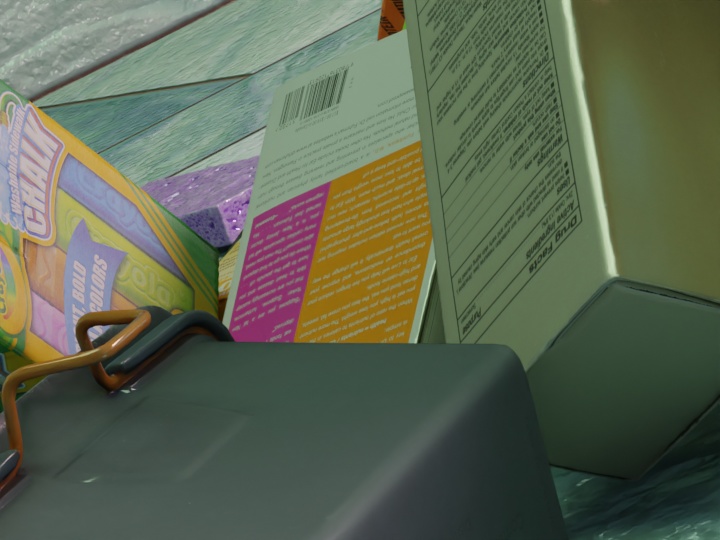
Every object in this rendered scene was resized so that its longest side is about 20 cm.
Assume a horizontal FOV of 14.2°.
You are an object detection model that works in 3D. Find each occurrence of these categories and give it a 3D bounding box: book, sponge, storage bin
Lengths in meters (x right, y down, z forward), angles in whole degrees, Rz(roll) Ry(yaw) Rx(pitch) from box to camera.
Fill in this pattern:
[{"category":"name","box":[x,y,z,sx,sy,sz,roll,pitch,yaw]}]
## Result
[{"category":"book","box":[0.000,0.000,1.082,0.133,0.048,0.201,-19,48,43]},{"category":"sponge","box":[-0.106,-0.035,1.798,0.111,0.030,0.200,-33,14,-39]},{"category":"storage bin","box":[-0.032,0.082,0.850,0.134,0.146,0.200,-6,18,28]}]

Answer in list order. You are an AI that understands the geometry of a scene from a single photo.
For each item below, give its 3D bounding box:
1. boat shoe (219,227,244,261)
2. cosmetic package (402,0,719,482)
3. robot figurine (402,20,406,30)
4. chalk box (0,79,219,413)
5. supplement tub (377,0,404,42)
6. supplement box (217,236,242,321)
[{"category":"boat shoe","box":[-0.055,0.016,1.377,0.068,0.057,0.200,-20,12,21]},{"category":"cosmetic package","box":[0.075,-0.042,0.973,0.071,0.201,0.105,13,-39,-24]},{"category":"robot figurine","box":[0.109,-0.069,1.168,0.200,0.116,0.175,22,9,32]},{"category":"chalk box","box":[-0.161,0.014,1.113,0.124,0.200,0.124,-25,47,28]},{"category":"supplement tub","box":[0.112,-0.124,1.298,0.199,0.123,0.123,10,14,1]},{"category":"supplement box","box":[0.009,0.001,1.265,0.126,0.074,0.200,-20,11,17]}]
